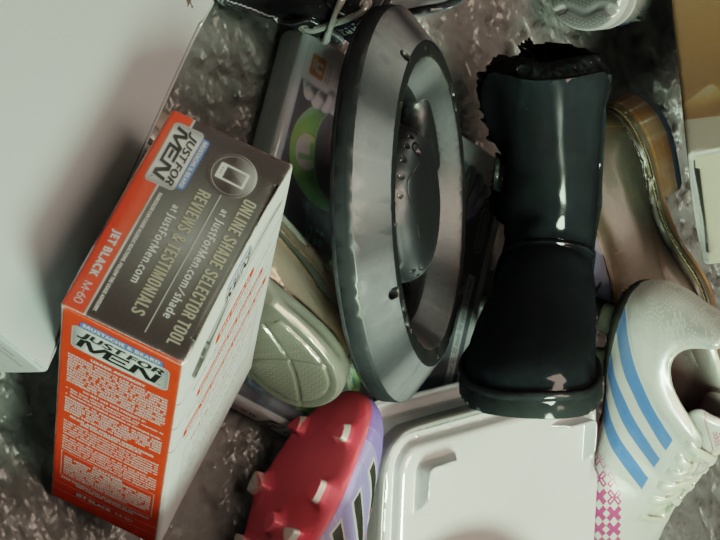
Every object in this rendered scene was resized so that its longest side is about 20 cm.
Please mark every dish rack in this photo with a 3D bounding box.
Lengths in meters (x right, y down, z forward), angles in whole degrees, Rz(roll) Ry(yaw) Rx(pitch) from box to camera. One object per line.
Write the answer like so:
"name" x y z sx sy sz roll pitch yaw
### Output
"dish rack" 0.066 0.145 1.431 0.199 0.043 0.173 -12 107 -47

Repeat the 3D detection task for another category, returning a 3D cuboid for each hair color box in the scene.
"hair color box" -0.089 0.030 1.194 0.064 0.200 0.111 25 61 4

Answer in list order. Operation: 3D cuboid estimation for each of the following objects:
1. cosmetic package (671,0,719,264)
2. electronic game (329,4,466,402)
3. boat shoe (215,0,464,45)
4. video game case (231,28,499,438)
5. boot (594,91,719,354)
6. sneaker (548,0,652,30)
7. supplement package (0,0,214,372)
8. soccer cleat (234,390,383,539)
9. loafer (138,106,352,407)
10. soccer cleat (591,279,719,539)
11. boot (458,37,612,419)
"cosmetic package" 0.222 -0.114 1.542 0.106 0.071 0.201 73 13 -48
"electronic game" 0.017 -0.034 1.334 0.200 0.041 0.202 -1 90 -75
"boat shoe" -0.013 -0.150 1.359 0.199 0.072 0.068 -14 76 -53
"video game case" 0.000 0.000 1.406 0.181 0.023 0.201 31 66 -42
"boot" 0.146 0.005 1.545 0.097 0.075 0.201 -23 106 -26
"sneaker" 0.144 -0.240 1.553 0.082 0.074 0.202 2 93 -61
"supplement package" -0.182 -0.079 1.151 0.156 0.110 0.201 42 58 -37
"soccer cleat" -0.026 0.161 1.331 0.076 0.066 0.201 30 73 -37
"loafer" -0.070 -0.021 1.295 0.200 0.072 0.063 51 43 -20
"soccer cleat" 0.172 0.102 1.502 0.070 0.086 0.201 -33 135 -44
"boot" 0.093 -0.027 1.388 0.200 0.076 0.169 -68 158 -71
